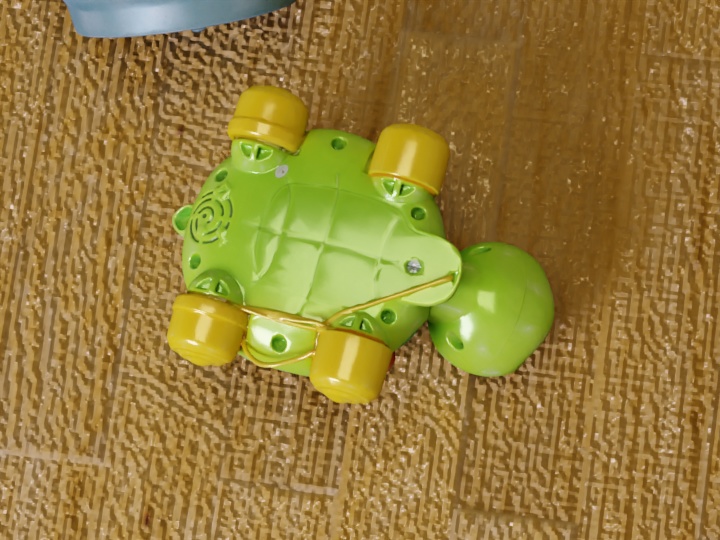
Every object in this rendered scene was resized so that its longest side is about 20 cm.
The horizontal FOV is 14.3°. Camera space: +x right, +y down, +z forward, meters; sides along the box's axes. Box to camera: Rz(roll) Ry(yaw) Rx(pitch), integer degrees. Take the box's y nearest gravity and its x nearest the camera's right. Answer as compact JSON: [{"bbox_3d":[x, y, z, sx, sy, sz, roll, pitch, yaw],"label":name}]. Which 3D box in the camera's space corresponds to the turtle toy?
[{"bbox_3d":[0.000,0.000,1.449,0.200,0.101,0.146,15,79,11],"label":"turtle toy"}]

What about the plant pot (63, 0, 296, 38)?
[{"bbox_3d":[-0.099,-0.194,1.479,0.200,0.200,0.134,-6,103,6],"label":"plant pot"}]
